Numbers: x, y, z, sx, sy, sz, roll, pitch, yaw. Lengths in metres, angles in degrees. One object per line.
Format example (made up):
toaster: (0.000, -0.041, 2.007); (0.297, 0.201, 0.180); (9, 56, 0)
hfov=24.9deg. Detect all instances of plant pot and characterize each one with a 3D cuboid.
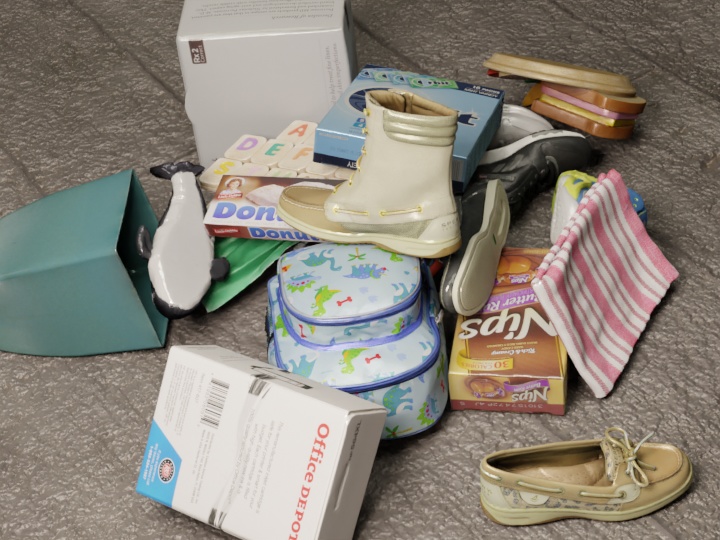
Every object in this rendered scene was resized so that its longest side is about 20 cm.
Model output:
plant pot: (-0.320, 0.006, 1.750); (0.199, 0.142, 0.142); (-12, 39, 12)

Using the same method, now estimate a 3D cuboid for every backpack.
backpack: (-0.005, 0.065, 1.612); (0.182, 0.147, 0.200); (-9, 39, -1)

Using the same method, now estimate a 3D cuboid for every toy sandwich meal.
toy sandwich meal: (0.238, -0.207, 1.925); (0.204, 0.071, 0.205); (10, 10, -2)

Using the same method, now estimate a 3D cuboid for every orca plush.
orca plush: (-0.206, -0.023, 1.745); (0.105, 0.071, 0.201); (4, 55, -33)

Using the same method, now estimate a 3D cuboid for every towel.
towel: (0.248, 0.010, 1.642); (0.030, 0.147, 0.200); (-13, 29, 43)

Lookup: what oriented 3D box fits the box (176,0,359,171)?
box: (-0.103, -0.233, 1.942); (0.199, 0.199, 0.131); (-2, 41, 6)

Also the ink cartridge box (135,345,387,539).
ink cartridge box: (-0.092, 0.166, 1.501); (0.199, 0.147, 0.084); (19, 7, 26)

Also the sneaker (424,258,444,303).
sneaker: (0.000, 0.000, 1.738); (0.199, 0.085, 0.075); (-12, 40, -4)

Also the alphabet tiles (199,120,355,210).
alphabet tiles: (-0.080, -0.109, 1.809); (0.199, 0.015, 0.196); (12, 43, 34)

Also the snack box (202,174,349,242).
snack box: (-0.062, -0.064, 1.714); (0.199, 0.024, 0.072); (4, 52, 20)

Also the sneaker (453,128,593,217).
sneaker: (0.173, -0.093, 1.848); (0.199, 0.076, 0.088); (-14, 55, -2)

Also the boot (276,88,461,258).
boot: (0.007, -0.103, 1.596); (0.199, 0.155, 0.072); (12, 29, 26)

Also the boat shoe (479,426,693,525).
boat shoe: (0.209, 0.188, 1.498); (0.199, 0.063, 0.073); (-10, 39, -3)

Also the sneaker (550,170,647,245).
sneaker: (0.259, -0.065, 1.746); (0.105, 0.076, 0.200); (10, 18, 4)

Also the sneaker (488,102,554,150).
sneaker: (0.129, -0.146, 1.920); (0.199, 0.075, 0.100); (3, 66, 8)

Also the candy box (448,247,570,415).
candy box: (0.159, 0.058, 1.667); (0.116, 0.057, 0.200); (2, 42, 10)

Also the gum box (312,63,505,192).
gum box: (0.057, -0.162, 1.809); (0.169, 0.045, 0.200); (12, 29, 12)

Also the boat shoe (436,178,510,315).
boat shoe: (0.106, -0.020, 1.679); (0.067, 0.072, 0.200); (-4, 35, 19)

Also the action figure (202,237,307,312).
action figure: (-0.098, -0.034, 1.786); (0.200, 0.055, 0.118); (-33, 46, -2)
